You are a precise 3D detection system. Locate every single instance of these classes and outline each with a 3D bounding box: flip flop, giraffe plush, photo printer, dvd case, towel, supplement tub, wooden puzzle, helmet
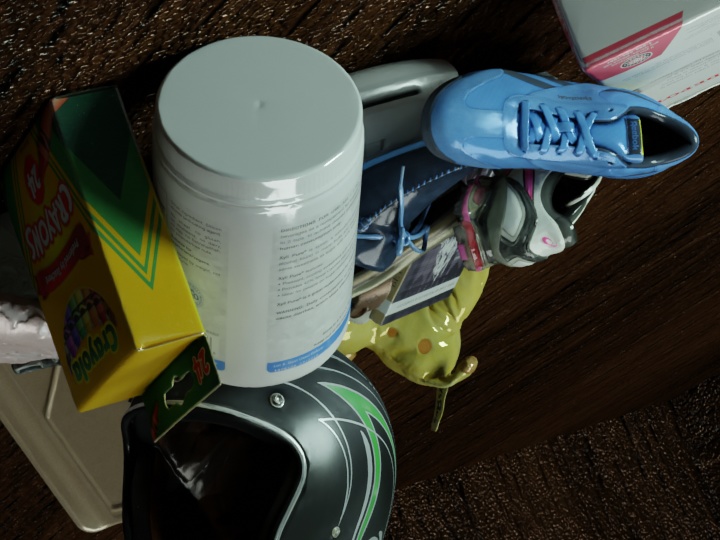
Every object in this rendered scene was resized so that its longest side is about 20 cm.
[{"bbox_3d":[0.000,0.000,1.600,0.200,0.081,0.058,-30,129,12],"label":"flip flop"},{"bbox_3d":[0.008,0.029,1.970,0.162,0.200,0.173,14,158,-19],"label":"giraffe plush"},{"bbox_3d":[-0.017,-0.082,1.587,0.166,0.070,0.200,-18,167,-19],"label":"photo printer"},{"bbox_3d":[0.079,-0.057,1.691,0.200,0.016,0.149,-65,163,18],"label":"dvd case"},{"bbox_3d":[-0.289,0.038,1.478,0.200,0.032,0.191,12,164,-41],"label":"towel"},{"bbox_3d":[-0.066,-0.033,1.405,0.132,0.132,0.200,-18,142,-20],"label":"supplement tub"},{"bbox_3d":[-0.175,0.101,1.678,0.200,0.185,0.037,-20,-157,30],"label":"wooden puzzle"},{"bbox_3d":[-0.069,0.131,1.543,0.199,0.191,0.200,-1,178,0],"label":"helmet"}]

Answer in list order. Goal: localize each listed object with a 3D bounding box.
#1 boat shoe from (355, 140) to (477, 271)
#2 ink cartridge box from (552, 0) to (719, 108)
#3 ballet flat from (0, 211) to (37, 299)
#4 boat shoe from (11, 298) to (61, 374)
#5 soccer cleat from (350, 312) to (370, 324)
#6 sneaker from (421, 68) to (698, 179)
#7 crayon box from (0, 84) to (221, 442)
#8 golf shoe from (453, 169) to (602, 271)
[{"bbox_3d":[0.007,-0.028,1.527,0.200,0.069,0.084,-31,164,35],"label":"boat shoe"},{"bbox_3d":[0.225,-0.184,1.541,0.145,0.085,0.200,-24,166,15],"label":"ink cartridge box"},{"bbox_3d":[-0.212,-0.023,1.545,0.072,0.072,0.200,-32,167,38],"label":"ballet flat"},{"bbox_3d":[-0.182,0.048,1.563,0.199,0.068,0.074,-5,-175,38],"label":"boat shoe"},{"bbox_3d":[0.006,0.002,1.734,0.077,0.069,0.200,-22,176,6],"label":"soccer cleat"},{"bbox_3d":[0.135,-0.096,1.465,0.200,0.066,0.078,3,-176,-33],"label":"sneaker"},{"bbox_3d":[-0.159,0.003,1.385,0.051,0.200,0.127,-14,165,-29],"label":"crayon box"},{"bbox_3d":[0.133,-0.067,1.574,0.092,0.073,0.200,-3,-143,22],"label":"golf shoe"}]
